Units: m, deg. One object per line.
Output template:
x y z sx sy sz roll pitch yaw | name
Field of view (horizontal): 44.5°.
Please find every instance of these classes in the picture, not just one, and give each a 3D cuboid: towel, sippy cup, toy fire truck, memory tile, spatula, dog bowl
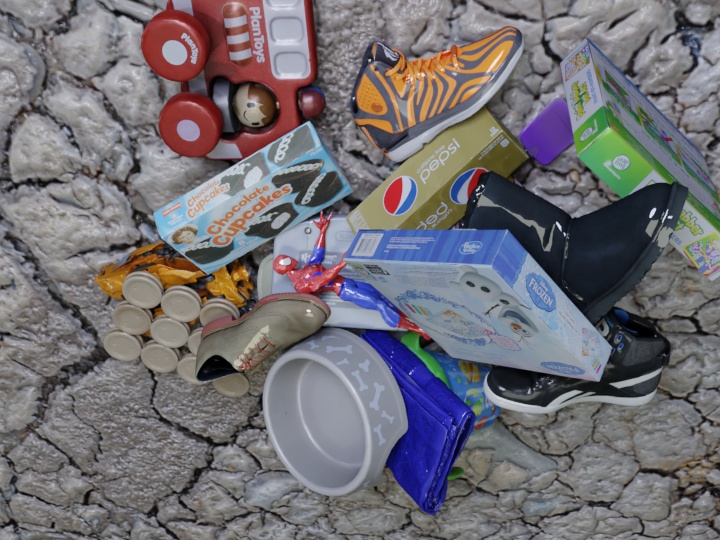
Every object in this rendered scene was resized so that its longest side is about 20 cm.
0.044 0.173 1.054 0.049 0.200 0.150 -1 119 -37 | towel
0.105 0.161 1.120 0.129 0.140 0.180 -3 125 -37 | sippy cup
-0.122 -0.206 0.905 0.165 0.113 0.203 0 125 8 | toy fire truck
-0.215 0.082 1.107 0.197 0.017 0.154 21 128 -11 | memory tile
0.159 -0.117 0.998 0.199 0.021 0.056 -35 120 26 | spatula
-0.038 0.174 1.047 0.198 0.058 0.204 13 111 39 | dog bowl

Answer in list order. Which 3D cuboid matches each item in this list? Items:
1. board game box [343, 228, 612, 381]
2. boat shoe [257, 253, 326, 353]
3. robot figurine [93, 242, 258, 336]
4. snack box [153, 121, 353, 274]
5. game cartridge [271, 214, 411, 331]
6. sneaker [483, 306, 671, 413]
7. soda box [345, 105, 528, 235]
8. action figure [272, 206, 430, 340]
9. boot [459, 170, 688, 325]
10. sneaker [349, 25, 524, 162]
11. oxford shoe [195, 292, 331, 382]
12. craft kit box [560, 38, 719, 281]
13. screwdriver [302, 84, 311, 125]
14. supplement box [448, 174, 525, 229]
0.113 0.031 0.864 0.198 0.044 0.199 4 149 49 | board game box
-0.074 0.067 1.124 0.071 0.068 0.203 -18 105 21 | boat shoe
-0.224 0.017 1.106 0.196 0.059 0.147 -13 123 15 | robot figurine
-0.115 -0.075 0.975 0.198 0.037 0.116 -29 153 6 | snack box
-0.008 0.001 1.057 0.196 0.041 0.136 4 104 -3 | game cartridge
0.233 0.088 0.946 0.196 0.074 0.113 -2 129 -8 | sneaker
0.081 -0.089 0.963 0.200 0.064 0.067 -42 141 17 | soda box
0.000 0.000 1.008 0.197 0.065 0.101 16 106 -6 | action figure
0.179 -0.041 0.807 0.166 0.077 0.201 29 146 3 | boot
0.067 -0.205 0.912 0.199 0.078 0.112 -36 116 26 | sneaker
-0.115 0.085 1.022 0.198 0.076 0.070 -25 128 36 | oxford shoe
0.286 -0.115 0.880 0.199 0.199 0.048 38 120 -19 | craft kit box
-0.066 -0.158 0.992 0.029 0.028 0.203 22 134 27 | screwdriver
0.188 0.004 1.003 0.103 0.132 0.199 -35 121 28 | supplement box
